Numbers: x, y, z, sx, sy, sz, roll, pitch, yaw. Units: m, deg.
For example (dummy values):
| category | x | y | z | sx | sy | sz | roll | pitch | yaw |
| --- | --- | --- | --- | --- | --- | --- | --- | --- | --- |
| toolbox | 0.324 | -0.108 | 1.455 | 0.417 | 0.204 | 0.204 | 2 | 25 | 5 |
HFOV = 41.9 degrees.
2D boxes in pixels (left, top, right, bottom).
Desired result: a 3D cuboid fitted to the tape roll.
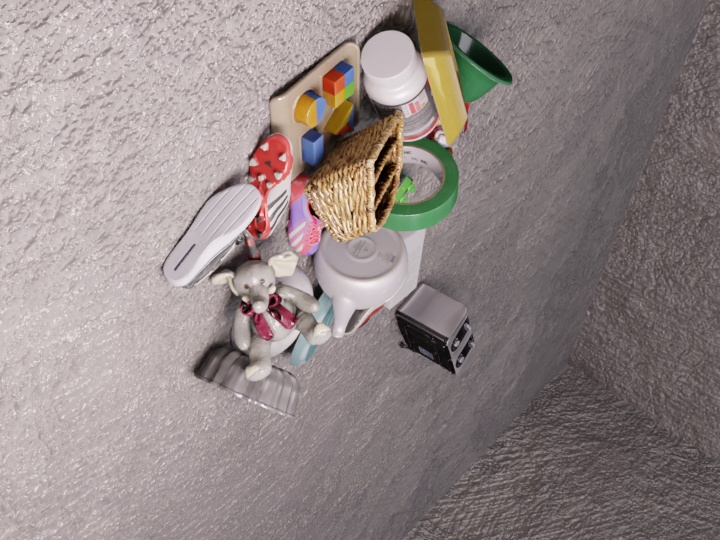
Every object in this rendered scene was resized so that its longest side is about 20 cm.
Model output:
| category | x | y | z | sx | sy | sz | roll | pitch | yaw |
| --- | --- | --- | --- | --- | --- | --- | --- | --- | --- |
| tape roll | 0.085 | -0.165 | 1.766 | 0.200 | 0.200 | 0.048 | -44 | 153 | -25 |

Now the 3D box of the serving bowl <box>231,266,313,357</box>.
| category | x | y | z | sx | sy | sz | roll | pitch | yaw |
| --- | --- | --- | --- | --- | --- | --- | --- | --- | --- |
| serving bowl | -0.154 | 0.090 | 1.792 | 0.200 | 0.066 | 0.201 | -44 | 152 | -29 |

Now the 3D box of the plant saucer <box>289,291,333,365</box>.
| category | x | y | z | sx | sy | sz | roll | pitch | yaw |
| --- | --- | --- | --- | --- | --- | --- | --- | --- | --- |
| plant saucer | -0.084 | 0.110 | 1.917 | 0.201 | 0.027 | 0.200 | -61 | 174 | -10 |

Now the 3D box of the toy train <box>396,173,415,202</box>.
| category | x | y | z | sx | sy | sz | roll | pitch | yaw |
| --- | --- | --- | --- | --- | --- | --- | --- | --- | --- |
| toy train | 0.045 | -0.115 | 1.950 | 0.201 | 0.042 | 0.056 | -57 | 146 | -1 |

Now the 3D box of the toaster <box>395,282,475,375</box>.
| category | x | y | z | sx | sy | sz | roll | pitch | yaw |
| --- | --- | --- | --- | --- | --- | --- | --- | --- | --- |
| toaster | 0.186 | 0.147 | 2.368 | 0.119 | 0.199 | 0.181 | -50 | 147 | -20 |

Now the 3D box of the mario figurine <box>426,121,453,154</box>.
| category | x | y | z | sx | sy | sz | roll | pitch | yaw |
| --- | --- | --- | --- | --- | --- | --- | --- | --- | --- |
| mario figurine | 0.164 | -0.294 | 1.865 | 0.106 | 0.124 | 0.200 | -41 | 158 | -4 |

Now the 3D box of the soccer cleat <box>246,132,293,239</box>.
| category | x | y | z | sx | sy | sz | roll | pitch | yaw |
| --- | --- | --- | --- | --- | --- | --- | --- | --- | --- |
| soccer cleat | -0.143 | -0.142 | 1.540 | 0.085 | 0.068 | 0.201 | -44 | 156 | -52 |

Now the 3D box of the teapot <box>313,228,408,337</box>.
| category | x | y | z | sx | sy | sz | roll | pitch | yaw |
| --- | --- | --- | --- | --- | --- | --- | --- | --- | --- |
| teapot | 0.000 | 0.000 | 1.834 | 0.198 | 0.198 | 0.147 | -19 | 145 | -17 |

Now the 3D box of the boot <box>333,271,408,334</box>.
| category | x | y | z | sx | sy | sz | roll | pitch | yaw |
| --- | --- | --- | --- | --- | --- | --- | --- | --- | --- |
| boot | 0.029 | 0.055 | 2.047 | 0.200 | 0.072 | 0.144 | -44 | 174 | 8 |

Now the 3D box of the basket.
| category | x | y | z | sx | sy | sz | roll | pitch | yaw |
| --- | --- | --- | --- | --- | --- | --- | --- | --- | --- |
| basket | 0.021 | -0.150 | 1.596 | 0.143 | 0.148 | 0.201 | 56 | 32 | -20 |

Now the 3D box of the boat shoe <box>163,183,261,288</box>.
| category | x | y | z | sx | sy | sz | roll | pitch | yaw |
| --- | --- | --- | --- | --- | --- | --- | --- | --- | --- |
| boat shoe | -0.231 | -0.055 | 1.487 | 0.200 | 0.072 | 0.071 | -45 | 163 | -1 |

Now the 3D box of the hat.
| category | x | y | z | sx | sy | sz | roll | pitch | yaw |
| --- | --- | --- | --- | --- | --- | --- | --- | --- | --- |
| hat | 0.181 | -0.344 | 1.809 | 0.176 | 0.199 | 0.166 | -50 | -158 | 28 |

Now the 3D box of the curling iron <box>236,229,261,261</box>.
| category | x | y | z | sx | sy | sz | roll | pitch | yaw |
| --- | --- | --- | --- | --- | --- | --- | --- | --- | --- |
| curling iron | -0.190 | -0.033 | 1.609 | 0.026 | 0.049 | 0.200 | -59 | 163 | -14 |

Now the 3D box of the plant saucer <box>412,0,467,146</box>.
| category | x | y | z | sx | sy | sz | roll | pitch | yaw |
| --- | --- | --- | --- | --- | --- | --- | --- | --- | --- |
| plant saucer | 0.142 | -0.355 | 1.634 | 0.201 | 0.048 | 0.201 | 66 | 15 | -45 |

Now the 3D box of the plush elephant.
| category | x | y | z | sx | sy | sz | roll | pitch | yaw |
| --- | --- | --- | --- | --- | --- | --- | --- | --- | --- |
| plush elephant | -0.162 | 0.051 | 1.594 | 0.163 | 0.201 | 0.155 | -25 | 140 | 5 |

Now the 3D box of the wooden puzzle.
| category | x | y | z | sx | sy | sz | roll | pitch | yaw |
| --- | --- | --- | --- | --- | --- | --- | --- | --- | --- |
| wooden puzzle | -0.064 | -0.257 | 1.566 | 0.200 | 0.046 | 0.186 | -42 | 152 | -30 |

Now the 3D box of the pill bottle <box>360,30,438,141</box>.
| category | x | y | z | sx | sy | sz | roll | pitch | yaw |
| --- | --- | --- | --- | --- | --- | --- | --- | --- | --- |
| pill bottle | 0.069 | -0.322 | 1.651 | 0.116 | 0.115 | 0.200 | -53 | 156 | -8 |

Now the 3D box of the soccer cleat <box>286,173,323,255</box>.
| category | x | y | z | sx | sy | sz | roll | pitch | yaw |
| --- | --- | --- | --- | --- | --- | --- | --- | --- | --- |
| soccer cleat | -0.090 | -0.088 | 1.680 | 0.067 | 0.076 | 0.201 | -39 | 149 | -28 |

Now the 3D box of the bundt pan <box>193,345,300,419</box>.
| category | x | y | z | sx | sy | sz | roll | pitch | yaw |
| --- | --- | --- | --- | --- | --- | --- | --- | --- | --- |
| bundt pan | -0.195 | 0.196 | 1.702 | 0.076 | 0.200 | 0.202 | -68 | 157 | -8 |

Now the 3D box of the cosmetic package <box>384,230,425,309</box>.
| category | x | y | z | sx | sy | sz | roll | pitch | yaw |
| --- | --- | --- | --- | --- | --- | --- | --- | --- | --- |
| cosmetic package | 0.079 | -0.023 | 2.082 | 0.101 | 0.071 | 0.201 | -37 | 149 | -35 |
